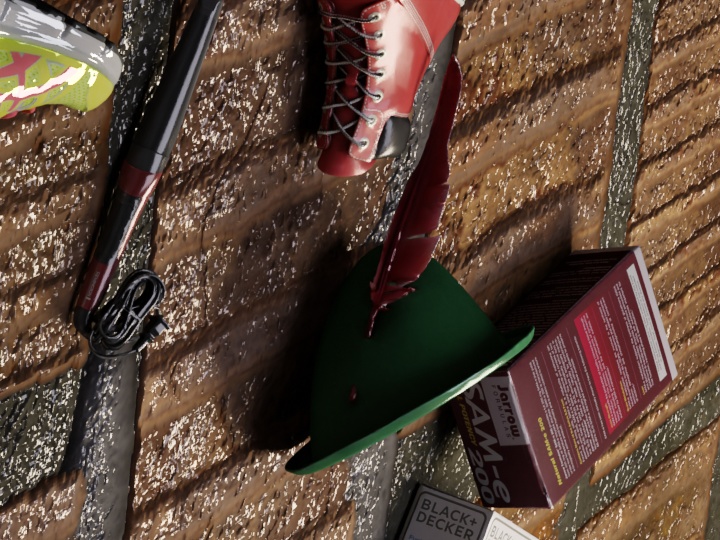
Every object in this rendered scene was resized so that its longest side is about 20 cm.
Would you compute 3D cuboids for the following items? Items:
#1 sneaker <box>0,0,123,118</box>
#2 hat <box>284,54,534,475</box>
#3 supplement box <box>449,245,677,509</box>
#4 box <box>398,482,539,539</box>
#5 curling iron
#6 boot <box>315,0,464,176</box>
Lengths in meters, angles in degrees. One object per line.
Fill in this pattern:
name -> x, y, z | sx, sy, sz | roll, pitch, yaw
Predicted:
sneaker -> -0.186, -0.092, 1.342 | 0.200, 0.078, 0.091 | 15, 101, -59
hat -> 0.000, 0.000, 1.789 | 0.200, 0.176, 0.166 | -31, -175, -9
supplement box -> 0.142, 0.073, 2.066 | 0.200, 0.061, 0.109 | -39, 117, -49
box -> 0.049, 0.259, 2.036 | 0.200, 0.060, 0.117 | -68, 154, -9
curling iron -> -0.108, -0.050, 1.560 | 0.049, 0.026, 0.201 | 15, 89, -27
boot -> -0.003, -0.129, 1.677 | 0.145, 0.072, 0.200 | -69, 158, -3
